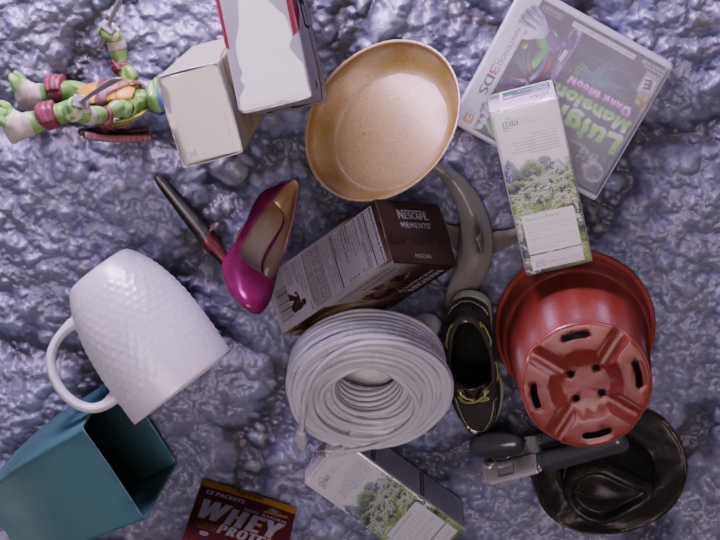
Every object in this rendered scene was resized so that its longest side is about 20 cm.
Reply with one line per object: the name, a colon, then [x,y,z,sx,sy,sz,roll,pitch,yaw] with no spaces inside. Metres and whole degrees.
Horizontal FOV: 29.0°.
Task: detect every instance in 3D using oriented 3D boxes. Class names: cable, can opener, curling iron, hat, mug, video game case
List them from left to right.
mug: [-0.285,0.086,1.675,0.199,0.148,0.176,-37,90,-6]
curling iron: [-0.181,-0.043,1.696,0.200,0.026,0.049,50,142,-8]
cable: [0.011,0.131,1.635,0.197,0.070,0.202,-4,133,3]
can opener: [0.231,0.218,1.709,0.198,0.053,0.066,-16,145,24]
video game case: [0.233,-0.207,1.619,0.198,0.023,0.183,27,108,-5]
hat: [0.313,0.263,1.739,0.198,0.081,0.203,1,107,3]

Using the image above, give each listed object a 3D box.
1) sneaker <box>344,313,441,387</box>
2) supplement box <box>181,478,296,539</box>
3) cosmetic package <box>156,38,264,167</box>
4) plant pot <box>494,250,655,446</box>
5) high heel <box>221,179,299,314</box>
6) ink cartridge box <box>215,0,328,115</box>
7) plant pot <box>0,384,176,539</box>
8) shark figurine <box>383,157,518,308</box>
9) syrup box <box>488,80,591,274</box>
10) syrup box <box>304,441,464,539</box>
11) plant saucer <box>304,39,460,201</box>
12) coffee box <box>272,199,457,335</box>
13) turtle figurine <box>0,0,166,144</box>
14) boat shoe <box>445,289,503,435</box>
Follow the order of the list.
sneaker: [0.003,0.098,1.708,0.199,0.073,0.085,-33,106,15]
supplement box: [-0.177,0.410,1.759,0.131,0.198,0.202,17,108,-2]
cosmetic package: [-0.163,-0.194,1.556,0.072,0.200,0.105,-13,108,7]
plant pot: [0.257,0.100,1.624,0.198,0.196,0.204,1,107,4]
high heel: [-0.105,-0.030,1.609,0.067,0.201,0.096,37,114,-15]
ink cartridge box: [-0.096,-0.249,1.524,0.082,0.200,0.147,-12,95,5]
plant pot: [-0.366,0.259,1.759,0.198,0.142,0.142,-27,105,19]
shark figurine: [0.118,-0.063,1.643,0.127,0.090,0.216,-24,107,10]
syrup box: [0.205,-0.107,1.592,0.078,0.082,0.202,-12,109,9]
syrup box: [0.031,0.281,1.763,0.199,0.082,0.079,37,105,-8]
plant saucer: [0.030,-0.166,1.590,0.199,0.202,0.035,-33,148,14]
coffee box: [0.000,0.000,1.610,0.199,0.112,0.081,-34,65,38]
turtle figurine: [-0.323,-0.226,1.590,0.191,0.200,0.146,-10,73,11]
boat shoe: [0.134,0.124,1.698,0.071,0.061,0.203,-1,121,13]
